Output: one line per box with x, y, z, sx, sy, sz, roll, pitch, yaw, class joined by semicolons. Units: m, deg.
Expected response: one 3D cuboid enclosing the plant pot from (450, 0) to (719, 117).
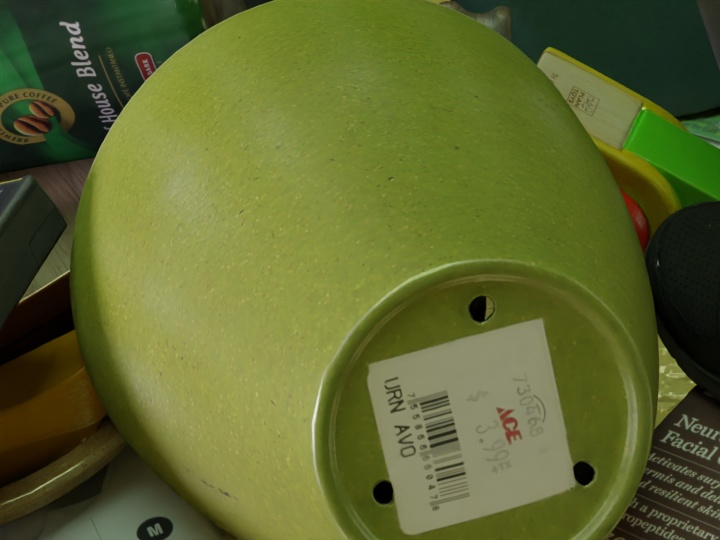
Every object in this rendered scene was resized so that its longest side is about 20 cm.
0.115;-0.182;1.029;0.199;0.162;0.201;-15;32;10;plant pot

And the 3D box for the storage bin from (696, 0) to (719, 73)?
0.191;-0.107;0.887;0.134;0.201;0.146;-12;38;15;storage bin

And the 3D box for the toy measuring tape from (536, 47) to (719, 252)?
0.062;-0.048;0.946;0.199;0.074;0.074;29;47;3;toy measuring tape

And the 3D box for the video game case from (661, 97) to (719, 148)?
0.240;-0.076;0.996;0.199;0.022;0.182;19;48;34;video game case

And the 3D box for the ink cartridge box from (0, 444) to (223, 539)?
-0.165;0.086;0.898;0.199;0.041;0.200;-22;39;-12;ink cartridge box

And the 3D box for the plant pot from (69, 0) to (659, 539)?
0.013;0.022;0.743;0.186;0.188;0.200;-18;16;-6;plant pot

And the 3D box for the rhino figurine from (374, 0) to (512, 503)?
0.000;0.000;0.875;0.087;0.201;0.060;8;-2;-3;rhino figurine

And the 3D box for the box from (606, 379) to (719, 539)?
0.160;0.067;0.803;0.100;0.075;0.200;20;47;36;box

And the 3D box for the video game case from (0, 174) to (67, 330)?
-0.205;0.056;0.796;0.180;0.026;0.200;-9;38;36;video game case

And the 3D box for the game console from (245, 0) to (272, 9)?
-0.103;-0.156;0.983;0.176;0.031;0.201;15;62;-11;game console

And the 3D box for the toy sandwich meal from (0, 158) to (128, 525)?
-0.146;0.015;0.890;0.204;0.071;0.206;-9;36;7;toy sandwich meal

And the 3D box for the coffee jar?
-0.141;-0.078;0.867;0.199;0.104;0.086;-12;57;9;coffee jar

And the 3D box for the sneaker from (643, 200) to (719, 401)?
0.153;0.010;0.745;0.073;0.082;0.200;-34;35;-18;sneaker
